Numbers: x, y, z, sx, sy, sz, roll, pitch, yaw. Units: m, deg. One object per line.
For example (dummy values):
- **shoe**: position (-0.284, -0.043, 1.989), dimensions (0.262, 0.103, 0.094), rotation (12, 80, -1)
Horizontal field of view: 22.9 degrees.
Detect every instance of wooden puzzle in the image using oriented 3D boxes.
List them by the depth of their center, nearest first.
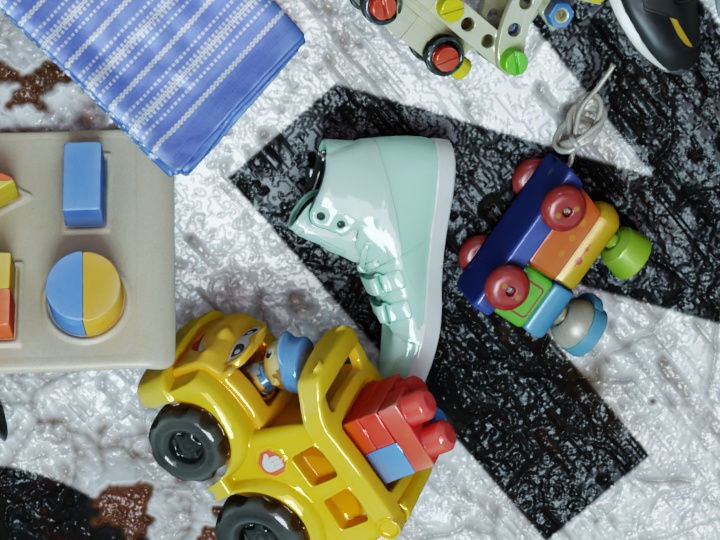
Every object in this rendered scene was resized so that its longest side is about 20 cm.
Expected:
- **wooden puzzle**: position (-0.229, -0.020, 1.242), dimensions (0.198, 0.046, 0.187), rotation (0, 65, -7)

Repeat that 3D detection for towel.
- **towel**: position (-0.152, -0.182, 1.257), dimensions (0.200, 0.024, 0.145), rotation (44, 86, -12)

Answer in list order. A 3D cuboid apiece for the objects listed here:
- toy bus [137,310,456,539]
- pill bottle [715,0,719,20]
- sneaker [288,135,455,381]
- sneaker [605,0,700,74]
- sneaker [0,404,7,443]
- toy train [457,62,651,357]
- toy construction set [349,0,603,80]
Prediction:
- **toy bus**: position (-0.031, 0.107, 1.262), dimensions (0.191, 0.136, 0.201), rotation (-27, 105, 33)
- **pill bottle**: position (0.321, -0.173, 1.269), dimensions (0.112, 0.113, 0.201), rotation (-27, 105, 2)
- **sneaker**: position (0.000, 0.000, 1.303), dimensions (0.117, 0.074, 0.203), rotation (4, 94, -13)
- **sneaker**: position (0.211, -0.239, 1.233), dimensions (0.090, 0.070, 0.202), rotation (-17, 93, 37)
- **sneaker**: position (-0.350, 0.072, 1.290), dimensions (0.090, 0.078, 0.201), rotation (-35, 105, 7)
- **toy train**: position (0.171, -0.038, 1.311), dimensions (0.115, 0.085, 0.201), rotation (32, 100, -22)
- **toy construction set**: position (0.065, -0.212, 1.246), dimensions (0.199, 0.092, 0.131), rotation (38, 98, -13)
